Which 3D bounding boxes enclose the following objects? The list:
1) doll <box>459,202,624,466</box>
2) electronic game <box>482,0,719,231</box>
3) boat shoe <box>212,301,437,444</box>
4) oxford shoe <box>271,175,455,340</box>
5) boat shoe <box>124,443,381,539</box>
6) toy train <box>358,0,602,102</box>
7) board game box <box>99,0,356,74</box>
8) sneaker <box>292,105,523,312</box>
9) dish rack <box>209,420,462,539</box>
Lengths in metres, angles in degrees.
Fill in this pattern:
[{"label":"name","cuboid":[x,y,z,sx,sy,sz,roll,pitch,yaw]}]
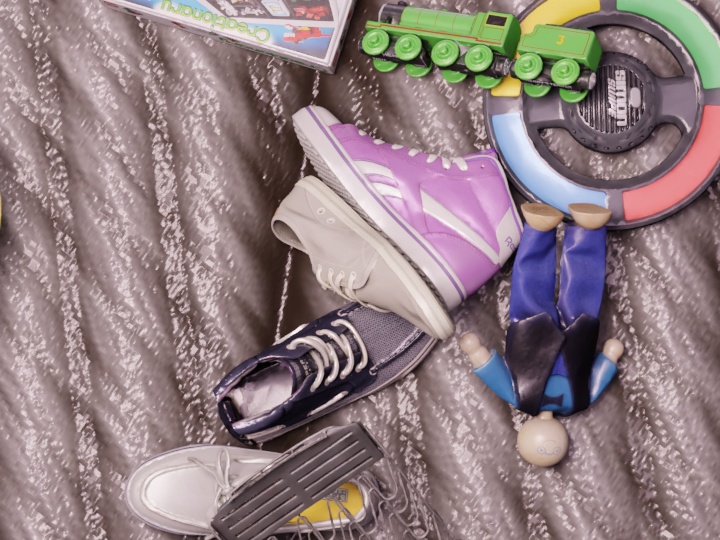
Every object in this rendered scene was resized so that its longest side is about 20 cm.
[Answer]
[{"label":"doll","cuboid":[0.141,0.051,1.358,0.136,0.048,0.201,-2,104,-18]},{"label":"electronic game","cuboid":[0.194,-0.130,1.391,0.199,0.042,0.201,-1,84,6]},{"label":"boat shoe","cuboid":[-0.022,0.070,1.368,0.200,0.093,0.075,-34,82,1]},{"label":"oxford shoe","cuboid":[0.000,0.000,1.354,0.058,0.075,0.200,-42,51,-9]},{"label":"boat shoe","cuboid":[-0.087,0.173,1.369,0.201,0.086,0.075,5,85,6]},{"label":"toy train","cuboid":[0.091,-0.173,1.382,0.199,0.042,0.057,13,73,25]},{"label":"board game box","cuboid":[-0.097,-0.246,1.434,0.199,0.035,0.127,18,86,7]},{"label":"sneaker","cuboid":[0.043,-0.073,1.389,0.114,0.073,0.201,-41,78,-8]},{"label":"dish rack","cuboid":[-0.009,0.207,1.324,0.153,0.055,0.200,-35,125,2]}]
